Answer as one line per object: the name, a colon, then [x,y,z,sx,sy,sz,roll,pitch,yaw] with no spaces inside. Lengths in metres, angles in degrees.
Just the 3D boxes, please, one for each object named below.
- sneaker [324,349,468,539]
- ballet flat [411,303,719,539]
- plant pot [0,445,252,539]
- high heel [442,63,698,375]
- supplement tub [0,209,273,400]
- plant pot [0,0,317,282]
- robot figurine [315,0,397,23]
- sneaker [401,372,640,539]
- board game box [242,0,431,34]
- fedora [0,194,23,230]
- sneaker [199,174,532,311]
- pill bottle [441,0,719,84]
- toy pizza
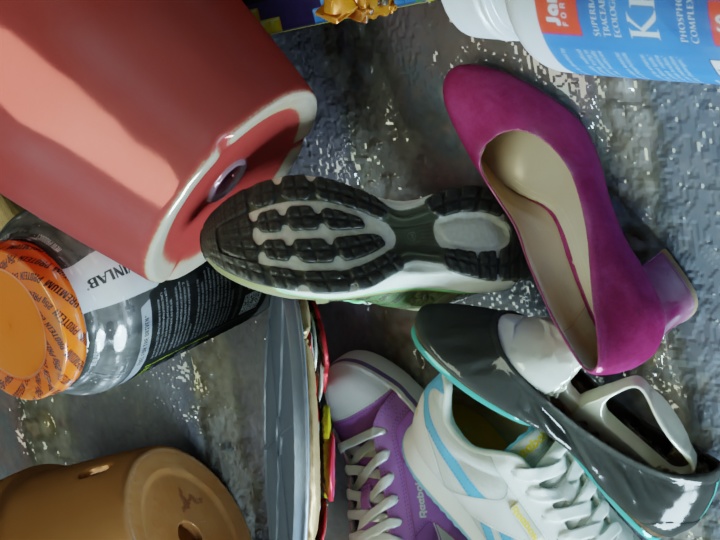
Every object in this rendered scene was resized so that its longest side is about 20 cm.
sneaker: [0.016,0.151,1.216,0.073,0.114,0.201,-33,84,45]
ballet flat: [0.124,0.069,1.108,0.200,0.068,0.068,38,120,-8]
plant pot: [-0.166,0.211,1.353,0.140,0.200,0.200,-30,88,27]
high heel: [0.096,-0.030,1.082,0.200,0.096,0.067,54,133,9]
supplement tub: [-0.147,0.002,1.229,0.122,0.200,0.123,16,118,34]
plant pot: [-0.135,-0.102,1.116,0.177,0.200,0.201,41,130,13]
robot figurine: [-0.021,-0.239,1.041,0.145,0.058,0.200,21,120,32]
sneaker: [0.106,0.138,1.152,0.200,0.076,0.081,41,144,20]
board game box: [-0.040,-0.225,1.142,0.200,0.057,0.166,-5,103,41]
fedora: [-0.292,-0.037,1.408,0.200,0.082,0.201,20,127,28]
sneaker: [0.000,0.000,1.128,0.089,0.200,0.077,126,142,-54]
pill bottle: [0.141,-0.151,0.982,0.200,0.112,0.112,8,113,38]
toy pizza: [-0.037,0.104,1.226,0.200,0.032,0.201,179,90,-82]
